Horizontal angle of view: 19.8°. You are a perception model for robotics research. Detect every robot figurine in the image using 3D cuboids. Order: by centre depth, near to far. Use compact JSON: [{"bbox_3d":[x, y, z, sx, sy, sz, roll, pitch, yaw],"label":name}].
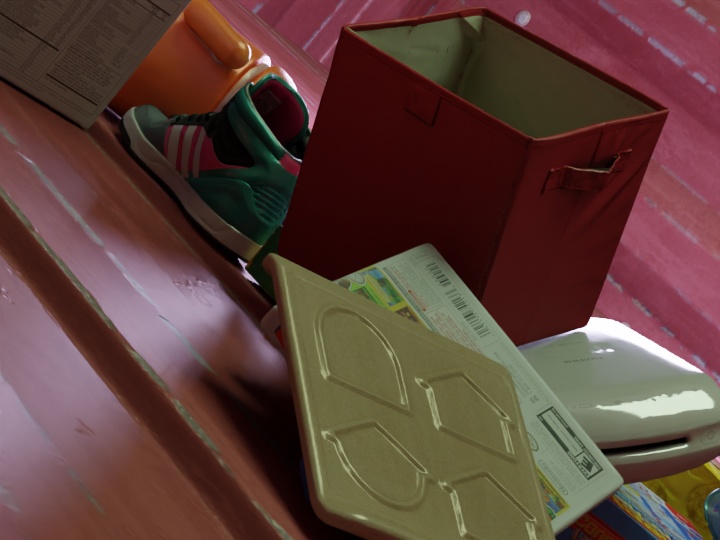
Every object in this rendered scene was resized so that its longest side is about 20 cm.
[{"bbox_3d":[-0.133,-0.148,1.688,0.200,0.144,0.117,38,19,8],"label":"robot figurine"}]

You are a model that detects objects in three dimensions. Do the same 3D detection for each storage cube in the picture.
[{"bbox_3d":[0.076,-0.060,1.433,0.200,0.181,0.171,34,30,30],"label":"storage cube"}]

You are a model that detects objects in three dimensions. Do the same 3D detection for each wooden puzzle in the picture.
[{"bbox_3d":[0.025,0.097,1.126,0.185,0.046,0.201,27,31,-35],"label":"wooden puzzle"}]

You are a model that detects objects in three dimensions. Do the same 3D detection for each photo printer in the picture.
[{"bbox_3d":[0.149,0.092,1.434,0.165,0.070,0.200,-6,16,-18],"label":"photo printer"}]

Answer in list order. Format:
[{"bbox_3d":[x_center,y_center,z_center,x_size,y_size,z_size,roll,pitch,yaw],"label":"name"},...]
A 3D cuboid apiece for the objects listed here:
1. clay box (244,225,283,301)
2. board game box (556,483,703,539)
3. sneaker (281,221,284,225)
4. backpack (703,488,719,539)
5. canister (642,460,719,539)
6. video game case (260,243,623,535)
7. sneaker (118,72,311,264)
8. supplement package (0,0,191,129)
[{"bbox_3d":[0.012,0.045,1.545,0.115,0.048,0.200,45,10,36],"label":"clay box"},{"bbox_3d":[0.186,0.190,1.531,0.200,0.056,0.196,38,7,-16],"label":"board game box"},{"bbox_3d":[0.000,0.000,1.733,0.200,0.077,0.085,51,1,22],"label":"sneaker"},{"bbox_3d":[0.364,0.241,1.569,0.153,0.175,0.201,51,23,-66],"label":"backpack"},{"bbox_3d":[0.296,0.208,1.886,0.149,0.087,0.200,44,6,27],"label":"canister"},{"bbox_3d":[0.053,0.082,1.242,0.200,0.023,0.182,51,33,11],"label":"video game case"},{"bbox_3d":[-0.102,-0.103,1.569,0.084,0.121,0.200,33,9,-46],"label":"sneaker"},{"bbox_3d":[-0.217,-0.245,1.514,0.150,0.200,0.152,31,11,-50],"label":"supplement package"}]
